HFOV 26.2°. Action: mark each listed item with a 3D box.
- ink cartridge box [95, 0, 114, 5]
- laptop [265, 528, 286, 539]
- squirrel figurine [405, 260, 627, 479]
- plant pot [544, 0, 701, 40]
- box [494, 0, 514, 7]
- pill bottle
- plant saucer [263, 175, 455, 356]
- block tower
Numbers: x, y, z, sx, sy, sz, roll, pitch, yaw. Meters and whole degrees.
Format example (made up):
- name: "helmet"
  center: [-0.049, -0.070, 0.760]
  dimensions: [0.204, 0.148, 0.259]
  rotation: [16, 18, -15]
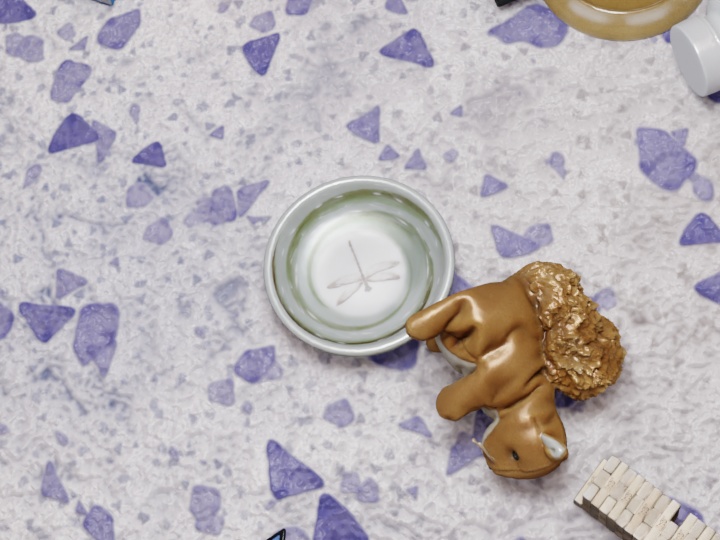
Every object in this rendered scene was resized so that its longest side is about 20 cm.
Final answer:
- name: "ink cartridge box"
  center: [-0.319, -0.429, 1.800]
  dimensions: [0.145, 0.084, 0.200]
  rotation: [20, 74, 13]
- name: "laptop"
  center: [-0.164, 0.343, 1.458]
  dimensions: [0.200, 0.103, 0.177]
  rotation: [-1, 61, 11]
- name: "squirrel figurine"
  center: [0.168, 0.101, 1.512]
  dimensions: [0.200, 0.142, 0.187]
  rotation: [-27, 75, -1]
- name: "plant pot"
  center: [0.294, -0.351, 1.724]
  dimensions: [0.200, 0.027, 0.200]
  rotation: [-2, 69, 6]
- name: "box"
  center: [0.177, -0.422, 1.695]
  dimensions: [0.148, 0.124, 0.200]
  rotation: [-21, 63, 9]
- name: "pill bottle"
  center: [0.435, -0.260, 1.626]
  dimensions: [0.200, 0.111, 0.111]
  rotation: [-24, 68, -2]
- name: "plant saucer"
  center: [0.000, 0.000, 1.614]
  dimensions: [0.200, 0.050, 0.200]
  rotation: [-2, 69, 6]
- name: "block tower"
  center: [0.299, 0.256, 1.476]
  dimensions: [0.200, 0.058, 0.054]
  rotation: [35, 76, 19]
